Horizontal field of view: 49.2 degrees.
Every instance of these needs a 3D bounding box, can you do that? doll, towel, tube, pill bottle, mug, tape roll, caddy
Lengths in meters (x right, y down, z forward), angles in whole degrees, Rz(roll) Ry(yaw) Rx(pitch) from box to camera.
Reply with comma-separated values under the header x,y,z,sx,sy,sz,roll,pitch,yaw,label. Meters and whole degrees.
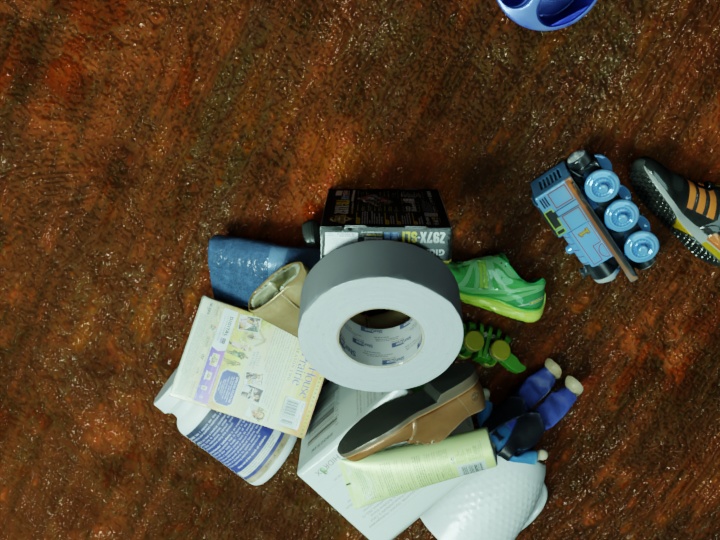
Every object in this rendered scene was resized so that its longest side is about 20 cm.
x,y,z,sx,sy,sz,roll,pitch,yaw,label
0.228,0.216,1.147,0.200,0.136,0.049,-40,153,-19,doll
-0.117,0.012,1.091,0.198,0.049,0.112,10,128,16,towel
0.074,0.249,1.008,0.198,0.052,0.058,-18,66,7,tube
-0.200,0.218,1.171,0.200,0.116,0.116,39,106,-13,pill bottle
0.210,0.345,1.207,0.199,0.148,0.176,34,96,-35,mug
0.024,0.060,0.952,0.198,0.067,0.201,0,133,0,tape roll
0.237,-0.392,0.946,0.140,0.105,0.201,23,109,-7,caddy

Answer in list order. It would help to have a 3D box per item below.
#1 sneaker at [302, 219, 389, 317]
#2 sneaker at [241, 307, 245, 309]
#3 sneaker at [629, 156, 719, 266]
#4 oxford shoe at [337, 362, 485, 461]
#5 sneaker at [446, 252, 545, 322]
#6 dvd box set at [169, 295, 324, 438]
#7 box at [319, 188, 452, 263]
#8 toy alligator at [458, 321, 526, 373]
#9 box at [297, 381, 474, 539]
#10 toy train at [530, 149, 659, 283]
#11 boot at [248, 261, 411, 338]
x,y,z,sx,sy,sz,roll,pitch,yaw,label
0.000,0.001,1.121,0.103,0.060,0.201,-20,114,10,sneaker
-0.156,0.152,1.150,0.078,0.066,0.201,-32,94,-17,sneaker
0.454,-0.099,1.079,0.200,0.070,0.090,44,90,-14,sneaker
0.067,0.193,0.976,0.199,0.071,0.072,-26,109,0,oxford shoe
0.171,0.009,1.122,0.198,0.074,0.084,19,89,-7,sneaker
-0.149,0.135,1.101,0.198,0.029,0.148,18,89,-7,dvd box set
0.032,-0.062,1.021,0.158,0.200,0.050,-1,109,0,box
0.155,0.097,1.158,0.198,0.059,0.055,19,68,-5,toy alligator
0.039,0.233,1.128,0.200,0.199,0.171,-41,104,13,box
0.323,-0.068,1.080,0.114,0.087,0.200,-32,109,21,toy train
-0.017,0.052,1.029,0.175,0.066,0.200,-40,122,18,boot
